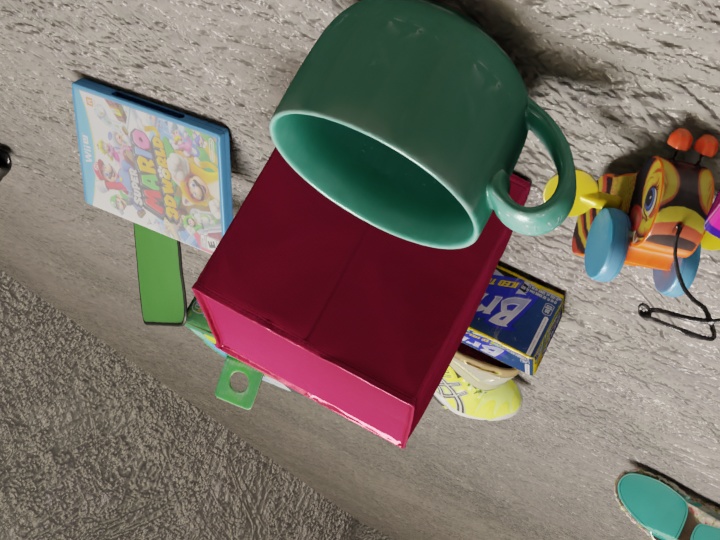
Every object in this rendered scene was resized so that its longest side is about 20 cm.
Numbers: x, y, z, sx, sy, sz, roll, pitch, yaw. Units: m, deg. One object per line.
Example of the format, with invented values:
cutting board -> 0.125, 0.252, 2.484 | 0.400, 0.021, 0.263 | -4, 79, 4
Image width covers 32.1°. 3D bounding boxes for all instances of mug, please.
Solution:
mug -> 0.046, -0.095, 0.812 | 0.184, 0.115, 0.152 | 32, 164, -10

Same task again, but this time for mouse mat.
mouse mat -> -0.227, -0.039, 1.390 | 0.007, 0.202, 0.161 | -4, -179, -27

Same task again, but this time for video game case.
video game case -> -0.213, -0.105, 1.282 | 0.199, 0.018, 0.144 | 21, 129, 28

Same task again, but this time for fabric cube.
fabric cube -> 0.000, 0.000, 1.032 | 0.199, 0.200, 0.196 | 28, 166, 7

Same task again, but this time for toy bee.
toy bee -> 0.196, -0.036, 0.796 | 0.130, 0.110, 0.200 | 8, -167, -30

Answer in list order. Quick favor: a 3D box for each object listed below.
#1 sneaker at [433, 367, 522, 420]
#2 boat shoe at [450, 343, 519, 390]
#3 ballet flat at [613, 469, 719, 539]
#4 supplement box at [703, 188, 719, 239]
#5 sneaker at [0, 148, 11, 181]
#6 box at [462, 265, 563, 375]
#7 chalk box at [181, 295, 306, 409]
sneaker -> 0.104, 0.109, 1.416 | 0.199, 0.076, 0.076 | 32, 165, -14
boat shoe -> 0.087, 0.048, 1.285 | 0.199, 0.074, 0.066 | 33, 151, -16
ballet flat -> 0.396, 0.306, 1.517 | 0.199, 0.076, 0.064 | 30, -179, 11
supplement box -> 0.244, -0.069, 0.563 | 0.101, 0.104, 0.200 | 28, 166, 7
sneaker -> -0.564, -0.189, 1.718 | 0.199, 0.077, 0.090 | 31, 156, -30
box -> 0.088, 0.020, 1.175 | 0.199, 0.070, 0.064 | 26, 166, 16
chalk box -> -0.098, 0.050, 1.357 | 0.124, 0.201, 0.124 | 15, 159, 41
